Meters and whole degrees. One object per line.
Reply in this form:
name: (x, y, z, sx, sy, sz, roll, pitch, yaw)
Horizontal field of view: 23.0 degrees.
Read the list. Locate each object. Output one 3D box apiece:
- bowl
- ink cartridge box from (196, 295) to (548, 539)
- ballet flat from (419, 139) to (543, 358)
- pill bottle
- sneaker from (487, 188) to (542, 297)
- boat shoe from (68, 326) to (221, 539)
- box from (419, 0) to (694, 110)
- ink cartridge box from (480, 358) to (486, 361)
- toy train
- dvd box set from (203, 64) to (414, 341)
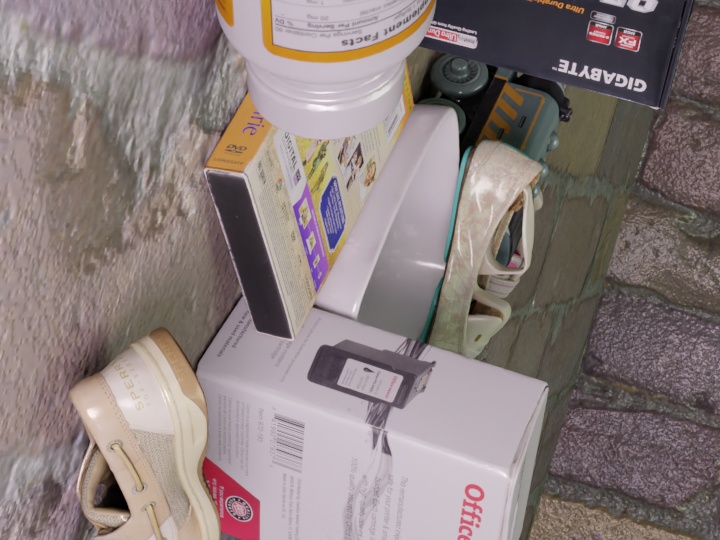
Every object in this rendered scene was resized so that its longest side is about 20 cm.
bowl: (0.000, 0.000, 1.192, 0.200, 0.074, 0.200, 90, 21, -54)
ink cartridge box: (0.005, 0.114, 1.078, 0.084, 0.199, 0.146, -59, 161, -44)
ballet flat: (0.084, 0.008, 1.250, 0.067, 0.062, 0.201, -45, 149, -64)
pill bottle: (-0.017, -0.161, 0.842, 0.201, 0.111, 0.111, 91, 21, -50)
sneaker: (0.084, -0.004, 1.423, 0.081, 0.088, 0.201, 11, 104, -32)
boat shoe: (-0.115, 0.107, 0.898, 0.065, 0.072, 0.200, -25, 150, -21)
box: (0.128, -0.210, 1.181, 0.046, 0.199, 0.160, -56, 159, -58)
ink cartridge box: (0.013, 0.163, 1.285, 0.200, 0.047, 0.160, -38, -172, 35)
toy train: (0.089, -0.086, 1.359, 0.085, 0.113, 0.200, 91, 21, -51)
dvd box set: (-0.025, -0.081, 1.044, 0.147, 0.029, 0.201, 76, 33, -50)
